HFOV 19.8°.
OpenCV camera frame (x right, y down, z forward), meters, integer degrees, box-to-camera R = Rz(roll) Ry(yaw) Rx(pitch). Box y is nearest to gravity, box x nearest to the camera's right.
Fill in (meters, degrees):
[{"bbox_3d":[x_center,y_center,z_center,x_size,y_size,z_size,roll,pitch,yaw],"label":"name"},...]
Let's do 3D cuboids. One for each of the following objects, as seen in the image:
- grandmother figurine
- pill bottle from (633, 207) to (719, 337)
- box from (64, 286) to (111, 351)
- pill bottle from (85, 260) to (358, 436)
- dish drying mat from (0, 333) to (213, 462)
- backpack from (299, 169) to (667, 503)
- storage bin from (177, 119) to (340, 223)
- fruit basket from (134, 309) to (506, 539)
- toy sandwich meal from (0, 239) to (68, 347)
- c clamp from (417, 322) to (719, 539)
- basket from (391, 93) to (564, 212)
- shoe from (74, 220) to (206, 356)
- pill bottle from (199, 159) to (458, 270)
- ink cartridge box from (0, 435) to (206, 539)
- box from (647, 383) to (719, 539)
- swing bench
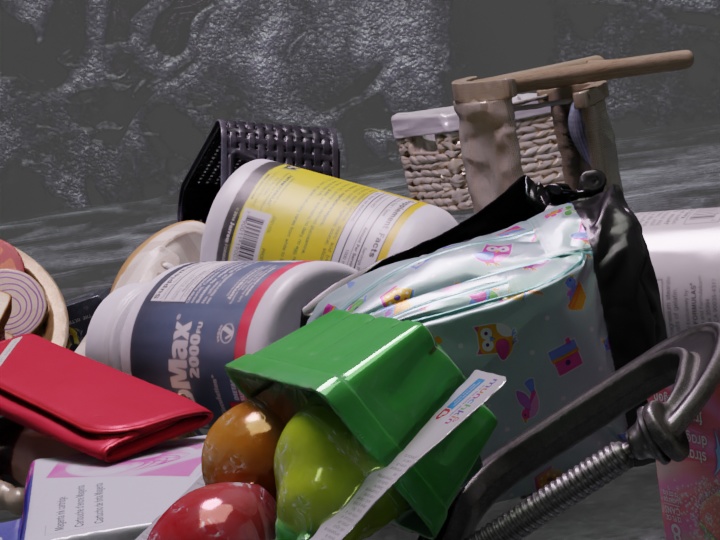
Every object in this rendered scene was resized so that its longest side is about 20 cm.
[{"bbox_3d":[-0.204,0.109,1.264,0.199,0.061,0.121,-6,13,14],"label":"grandmother figurine"},{"bbox_3d":[0.183,0.020,1.305,0.199,0.115,0.114,-3,9,30],"label":"pill bottle"},{"bbox_3d":[-0.274,0.067,1.523,0.199,0.051,0.158,-18,4,-4],"label":"box"},{"bbox_3d":[-0.083,0.054,1.318,0.119,0.121,0.199,-15,9,-42],"label":"pill bottle"},{"bbox_3d":[-0.175,0.073,1.227,0.076,0.018,0.199,-19,21,-35],"label":"dish drying mat"},{"bbox_3d":[0.062,0.050,1.088,0.199,0.168,0.127,-14,13,-2],"label":"backpack"},{"bbox_3d":[-0.082,-0.024,1.597,0.093,0.136,0.200,3,-16,-13],"label":"storage bin"},{"bbox_3d":[-0.038,0.110,0.919,0.200,0.094,0.185,-49,19,-14],"label":"fruit basket"},{"bbox_3d":[-0.290,0.029,1.378,0.204,0.071,0.206,5,45,-5],"label":"toy sandwich meal"},{"bbox_3d":[0.079,0.095,0.883,0.200,0.027,0.171,-37,5,17],"label":"c clamp"},{"bbox_3d":[0.157,-0.147,2.549,0.199,0.124,0.135,-11,8,-29],"label":"basket"},{"bbox_3d":[-0.152,0.045,1.423,0.053,0.070,0.200,-2,46,51],"label":"shoe"},{"bbox_3d":[0.000,0.000,1.403,0.199,0.113,0.112,17,17,23],"label":"pill bottle"},{"bbox_3d":[-0.131,0.131,1.098,0.198,0.044,0.196,-8,8,-7],"label":"ink cartridge box"},{"bbox_3d":[0.223,0.079,0.896,0.102,0.095,0.200,-12,8,-28],"label":"box"},{"bbox_3d":[0.160,-0.060,1.610,0.199,0.200,0.129,-12,8,-32],"label":"swing bench"}]
